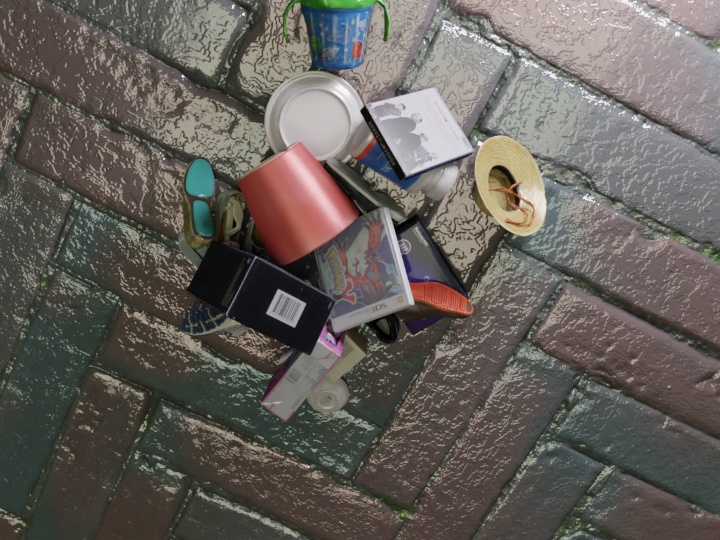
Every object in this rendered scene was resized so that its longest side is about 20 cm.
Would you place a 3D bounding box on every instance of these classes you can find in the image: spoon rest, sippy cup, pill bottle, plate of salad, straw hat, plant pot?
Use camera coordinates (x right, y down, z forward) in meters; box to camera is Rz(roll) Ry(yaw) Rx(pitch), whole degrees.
[{"bbox_3d":[-0.102,0.239,1.551,0.099,0.061,0.200,-32,117,13],"label":"spoon rest"},{"bbox_3d":[-0.044,-0.443,1.293,0.177,0.140,0.131,14,120,23],"label":"sippy cup"},{"bbox_3d":[0.087,-0.219,1.352,0.199,0.112,0.113,28,107,-18],"label":"pill bottle"},{"bbox_3d":[-0.088,-0.289,1.376,0.198,0.048,0.202,-3,114,-6],"label":"plate of salad"},{"bbox_3d":[0.269,-0.154,1.380,0.201,0.201,0.085,50,146,-12],"label":"straw hat"},{"bbox_3d":[-0.129,-0.133,1.332,0.199,0.201,0.178,-30,104,12],"label":"plant pot"}]

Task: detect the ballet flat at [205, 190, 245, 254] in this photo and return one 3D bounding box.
[{"bbox_3d":[-0.268,-0.067,1.408,0.063,0.067,0.202,-6,73,39],"label":"ballet flat"}]

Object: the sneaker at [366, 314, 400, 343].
[{"bbox_3d":[0.020,0.064,1.464,0.076,0.088,0.200,-35,102,13],"label":"sneaker"}]

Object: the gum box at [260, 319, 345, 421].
[{"bbox_3d":[-0.111,0.193,1.423,0.066,0.114,0.200,37,108,-8],"label":"gum box"}]

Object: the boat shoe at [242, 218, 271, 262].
[{"bbox_3d":[-0.208,-0.045,1.443,0.074,0.086,0.203,17,107,-2],"label":"boat shoe"}]

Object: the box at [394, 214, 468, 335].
[{"bbox_3d":[0.113,0.009,1.449,0.141,0.079,0.201,-33,103,10],"label":"box"}]

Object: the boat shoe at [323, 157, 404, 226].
[{"bbox_3d":[-0.002,-0.145,1.400,0.200,0.076,0.060,38,112,-15],"label":"boat shoe"}]

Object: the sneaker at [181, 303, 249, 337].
[{"bbox_3d":[-0.280,0.111,1.495,0.198,0.077,0.085,-13,140,4],"label":"sneaker"}]

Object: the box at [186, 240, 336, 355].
[{"bbox_3d":[-0.190,0.048,1.329,0.199,0.198,0.124,31,81,-36],"label":"box"}]

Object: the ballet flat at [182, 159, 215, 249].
[{"bbox_3d":[-0.326,-0.130,1.394,0.070,0.201,0.071,-8,150,-5],"label":"ballet flat"}]

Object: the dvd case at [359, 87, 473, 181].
[{"bbox_3d":[0.108,-0.256,1.297,0.025,0.199,0.151,-37,80,49],"label":"dvd case"}]

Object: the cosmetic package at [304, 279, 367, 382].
[{"bbox_3d":[-0.087,0.129,1.499,0.105,0.071,0.200,-39,101,14],"label":"cosmetic package"}]

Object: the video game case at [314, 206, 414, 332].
[{"bbox_3d":[0.000,0.000,1.376,0.181,0.023,0.202,-22,75,28],"label":"video game case"}]

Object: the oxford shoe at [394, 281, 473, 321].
[{"bbox_3d":[0.124,0.067,1.400,0.198,0.071,0.073,15,126,5],"label":"oxford shoe"}]

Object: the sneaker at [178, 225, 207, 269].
[{"bbox_3d":[-0.309,-0.019,1.469,0.073,0.071,0.201,-22,126,8],"label":"sneaker"}]
